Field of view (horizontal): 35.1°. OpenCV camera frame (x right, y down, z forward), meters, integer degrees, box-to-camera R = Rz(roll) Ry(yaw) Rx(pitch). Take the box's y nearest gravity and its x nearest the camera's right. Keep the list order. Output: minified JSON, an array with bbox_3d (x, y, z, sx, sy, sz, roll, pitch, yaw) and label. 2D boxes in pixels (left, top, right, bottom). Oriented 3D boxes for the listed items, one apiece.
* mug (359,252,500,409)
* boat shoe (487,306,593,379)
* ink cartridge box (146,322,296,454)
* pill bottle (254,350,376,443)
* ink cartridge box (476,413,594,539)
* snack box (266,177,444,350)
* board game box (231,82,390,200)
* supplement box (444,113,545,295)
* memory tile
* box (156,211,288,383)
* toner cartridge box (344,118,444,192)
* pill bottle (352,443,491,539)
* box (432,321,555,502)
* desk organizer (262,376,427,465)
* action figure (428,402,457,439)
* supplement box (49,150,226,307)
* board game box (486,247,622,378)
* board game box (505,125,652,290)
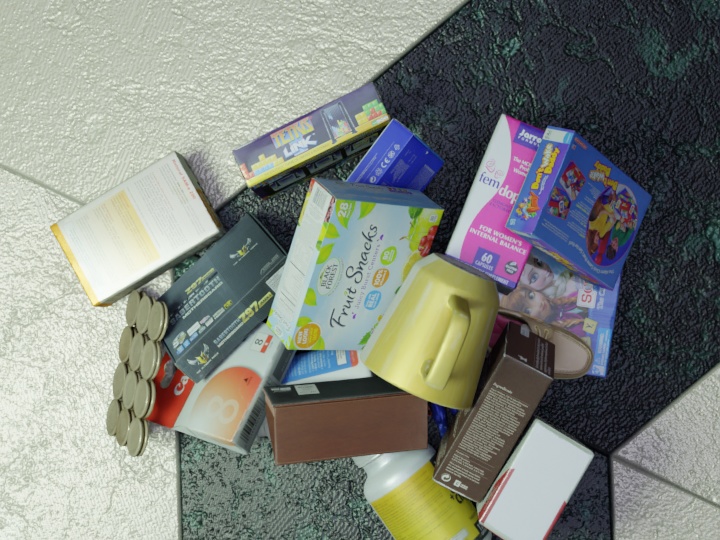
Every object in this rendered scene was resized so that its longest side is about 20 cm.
[{"bbox_3d":[0.105,0.072,1.362,0.148,0.186,0.155,18,99,-37],"label":"mug"},{"bbox_3d":[0.208,0.093,1.470,0.197,0.069,0.075,17,90,3],"label":"boat shoe"},{"bbox_3d":[-0.195,0.132,1.471,0.198,0.050,0.164,13,66,30],"label":"ink cartridge box"},{"bbox_3d":[-0.075,0.166,1.500,0.197,0.112,0.114,-13,87,2],"label":"pill bottle"},{"bbox_3d":[0.216,0.264,1.443,0.083,0.200,0.145,30,89,7],"label":"ink cartridge box"},{"bbox_3d":[-0.007,-0.003,1.394,0.167,0.068,0.202,4,114,-36],"label":"snack box"},{"bbox_3d":[-0.059,-0.164,1.485,0.198,0.165,0.057,-26,86,0],"label":"board game box"},{"bbox_3d":[0.186,-0.083,1.465,0.100,0.103,0.202,21,86,4],"label":"supplement box"},{"bbox_3d":[-0.293,0.132,1.497,0.017,0.153,0.203,9,92,-29],"label":"memory tile"},{"bbox_3d":[-0.178,0.031,1.486,0.200,0.158,0.051,-43,123,-1],"label":"box"},{"bbox_3d":[0.014,-0.086,1.445,0.043,0.095,0.201,41,95,32],"label":"toner cartridge box"},{"bbox_3d":[0.074,0.297,1.489,0.111,0.112,0.201,-35,87,1],"label":"pill bottle"},{"bbox_3d":[0.167,0.176,1.421,0.074,0.100,0.202,25,115,1],"label":"box"},{"bbox_3d":[-0.017,0.182,1.403,0.197,0.072,0.078,-4,103,-14],"label":"desk organizer"},{"bbox_3d":[0.112,0.172,1.527,0.065,0.052,0.202,-22,85,6],"label":"action figure"},{"bbox_3d":[-0.297,-0.054,1.535,0.198,0.074,0.127,-30,87,1],"label":"supplement box"},{"bbox_3d":[0.245,0.029,1.527,0.196,0.041,0.203,9,88,3],"label":"board game box"},{"bbox_3d":[0.276,-0.074,1.423,0.045,0.199,0.136,19,83,46],"label":"board game box"}]
